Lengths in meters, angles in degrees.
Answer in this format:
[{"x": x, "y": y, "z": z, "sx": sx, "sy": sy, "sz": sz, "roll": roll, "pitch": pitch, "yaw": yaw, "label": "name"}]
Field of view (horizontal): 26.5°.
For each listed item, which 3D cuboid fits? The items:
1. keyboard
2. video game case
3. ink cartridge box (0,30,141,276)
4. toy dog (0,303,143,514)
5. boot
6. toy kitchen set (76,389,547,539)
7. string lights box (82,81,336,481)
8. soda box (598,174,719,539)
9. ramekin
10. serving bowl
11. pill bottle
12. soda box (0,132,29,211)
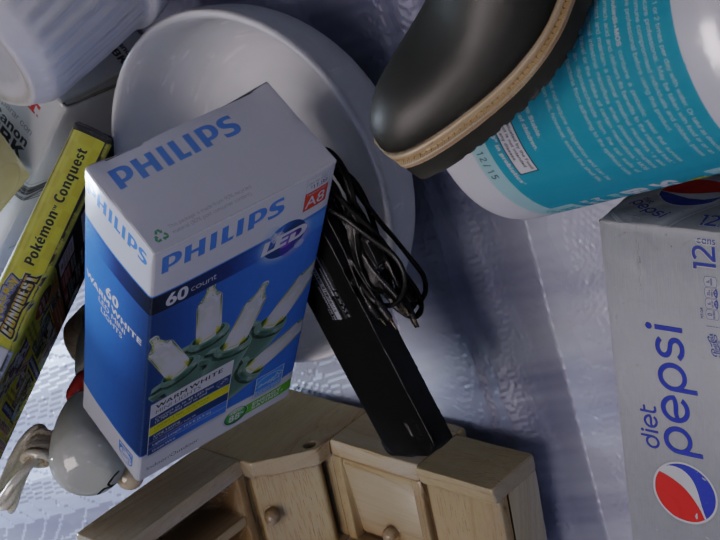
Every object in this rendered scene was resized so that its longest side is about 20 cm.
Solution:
[{"x": 0.000, "y": 0.000, "z": 0.771, "sx": 0.202, "sy": 0.039, "sz": 0.104, "roll": 62, "pitch": 159, "yaw": -7, "label": "keyboard"}, {"x": -0.190, "y": 0.023, "z": 0.882, "sx": 0.025, "sy": 0.183, "sz": 0.200, "roll": 24, "pitch": 167, "yaw": -4, "label": "video game case"}, {"x": -0.230, "y": -0.105, "z": 0.958, "sx": 0.144, "sy": 0.084, "sz": 0.200, "roll": 47, "pitch": 135, "yaw": 9, "label": "ink cartridge box"}, {"x": -0.130, "y": 0.069, "z": 0.919, "sx": 0.096, "sy": 0.202, "sz": 0.132, "roll": 31, "pitch": 140, "yaw": -18, "label": "toy dog"}, {"x": 0.034, "y": -0.149, "z": 0.573, "sx": 0.201, "sy": 0.138, "sz": 0.077, "roll": -56, "pitch": 36, "yaw": 6, "label": "boot"}, {"x": -0.015, "y": 0.195, "z": 0.874, "sx": 0.198, "sy": 0.180, "sz": 0.165, "roll": 10, "pitch": 121, "yaw": 42, "label": "toy kitchen set"}, {"x": -0.080, "y": 0.011, "z": 0.751, "sx": 0.059, "sy": 0.102, "sz": 0.201, "roll": 49, "pitch": 150, "yaw": 23, "label": "string lights box"}, {"x": 0.164, "y": 0.058, "z": 0.722, "sx": 0.068, "sy": 0.063, "sz": 0.202, "roll": 8, "pitch": 119, "yaw": 37, "label": "soda box"}, {"x": -0.200, "y": -0.171, "z": 0.776, "sx": 0.201, "sy": 0.095, "sz": 0.203, "roll": 34, "pitch": 164, "yaw": 11, "label": "ramekin"}, {"x": -0.045, "y": -0.054, "z": 0.838, "sx": 0.198, "sy": 0.066, "sz": 0.202, "roll": 21, "pitch": 127, "yaw": 31, "label": "serving bowl"}, {"x": 0.127, "y": -0.092, "z": 0.633, "sx": 0.199, "sy": 0.110, "sz": 0.112, "roll": -13, "pitch": 106, "yaw": 45, "label": "pill bottle"}, {"x": -0.252, "y": -0.089, "z": 0.813, "sx": 0.064, "sy": 0.068, "sz": 0.201, "roll": 29, "pitch": 162, "yaw": 23, "label": "soda box"}]
